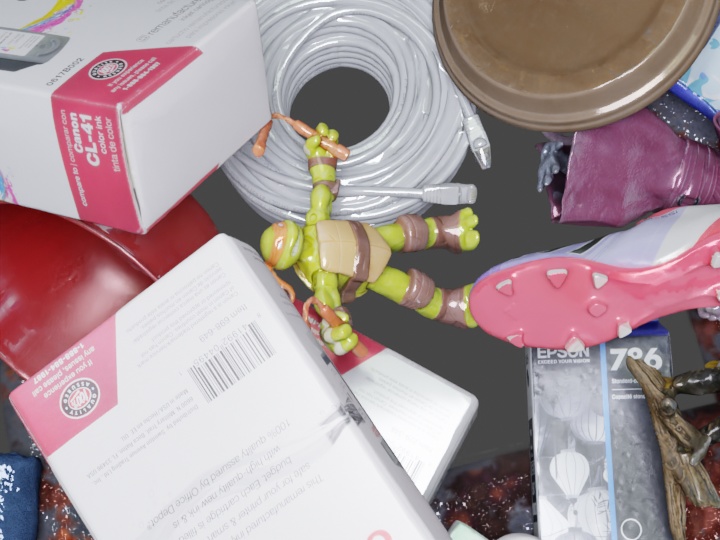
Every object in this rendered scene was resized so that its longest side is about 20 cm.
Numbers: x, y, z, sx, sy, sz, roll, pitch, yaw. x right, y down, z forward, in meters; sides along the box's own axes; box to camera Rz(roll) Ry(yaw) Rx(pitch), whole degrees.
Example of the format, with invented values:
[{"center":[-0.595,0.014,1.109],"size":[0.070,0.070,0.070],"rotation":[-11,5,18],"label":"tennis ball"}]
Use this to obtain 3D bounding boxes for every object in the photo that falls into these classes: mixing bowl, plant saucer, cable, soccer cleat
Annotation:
[{"center":[-0.162,0.000,0.780],"size":[0.198,0.201,0.109],"rotation":[24,50,8],"label":"mixing bowl"},{"center":[0.138,-0.191,0.776],"size":[0.198,0.029,0.203],"rotation":[-6,73,21],"label":"plant saucer"},{"center":[-0.013,-0.122,0.847],"size":[0.197,0.069,0.202],"rotation":[-8,75,1],"label":"cable"},{"center":[0.166,0.000,0.735],"size":[0.198,0.077,0.067],"rotation":[-13,115,10],"label":"soccer cleat"}]

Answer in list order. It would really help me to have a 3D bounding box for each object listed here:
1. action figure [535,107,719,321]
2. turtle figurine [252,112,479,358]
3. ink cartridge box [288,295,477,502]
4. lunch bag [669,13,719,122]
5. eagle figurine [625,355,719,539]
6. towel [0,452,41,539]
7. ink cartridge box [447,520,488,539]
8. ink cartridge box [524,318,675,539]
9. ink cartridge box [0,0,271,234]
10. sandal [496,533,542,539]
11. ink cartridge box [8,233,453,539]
[{"center":[0.216,-0.060,0.822],"size":[0.198,0.149,0.135],"rotation":[18,108,-11],"label":"action figure"},{"center":[0.000,0.000,0.739],"size":[0.160,0.064,0.202],"rotation":[9,55,-28],"label":"turtle figurine"},{"center":[-0.031,0.142,0.769],"size":[0.147,0.086,0.201],"rotation":[29,82,9],"label":"ink cartridge box"},{"center":[0.262,-0.219,0.833],"size":[0.169,0.127,0.201],"rotation":[34,92,10],"label":"lunch bag"},{"center":[0.275,0.070,0.749],"size":[0.198,0.153,0.152],"rotation":[-15,42,-7],"label":"eagle figurine"},{"center":[-0.279,0.220,0.790],"size":[0.110,0.049,0.203],"rotation":[3,77,3],"label":"towel"},{"center":[0.099,0.286,0.756],"size":[0.199,0.050,0.162],"rotation":[33,81,12],"label":"ink cartridge box"},{"center":[0.164,0.105,0.800],"size":[0.098,0.039,0.203],"rotation":[-3,76,3],"label":"ink cartridge box"},{"center":[-0.174,-0.109,0.700],"size":[0.198,0.086,0.148],"rotation":[14,41,22],"label":"ink cartridge box"},{"center":[0.156,0.243,0.731],"size":[0.202,0.050,0.083],"rotation":[35,78,-8],"label":"sandal"},{"center":[-0.063,0.107,0.613],"size":[0.145,0.085,0.201],"rotation":[-36,78,3],"label":"ink cartridge box"}]
